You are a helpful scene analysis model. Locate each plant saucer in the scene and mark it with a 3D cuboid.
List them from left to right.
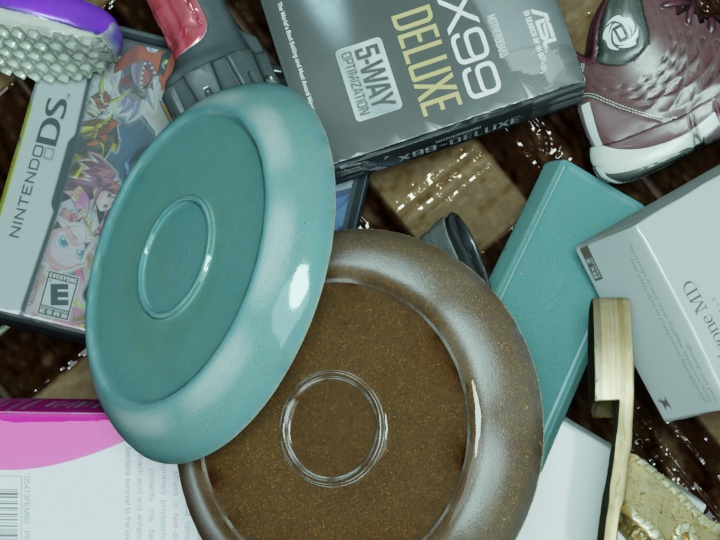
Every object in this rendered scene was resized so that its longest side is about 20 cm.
[{"bbox_3d":[-0.085,-0.004,0.959,0.027,0.200,0.201,21,92,-35],"label":"plant saucer"},{"bbox_3d":[-0.009,0.078,0.931,0.199,0.032,0.202,-3,82,23],"label":"plant saucer"},{"bbox_3d":[0.102,0.017,1.037,0.070,0.019,0.201,30,52,-1],"label":"plant saucer"}]

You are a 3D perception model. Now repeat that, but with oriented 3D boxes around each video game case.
[{"bbox_3d":[-0.100,-0.038,1.071,0.198,0.026,0.182,14,75,0],"label":"video game case"}]

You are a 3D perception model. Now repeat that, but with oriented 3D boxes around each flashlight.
[{"bbox_3d":[-0.115,-0.160,1.057,0.067,0.068,0.201,-30,79,26],"label":"flashlight"}]

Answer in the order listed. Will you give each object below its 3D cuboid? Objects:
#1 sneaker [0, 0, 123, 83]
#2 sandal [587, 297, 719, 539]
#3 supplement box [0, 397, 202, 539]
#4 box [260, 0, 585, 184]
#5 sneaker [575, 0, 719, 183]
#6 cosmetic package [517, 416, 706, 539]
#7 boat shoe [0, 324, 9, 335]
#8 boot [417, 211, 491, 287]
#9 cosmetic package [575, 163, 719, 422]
[{"bbox_3d":[-0.218,-0.174,1.060,0.199,0.070,0.100,15,74,13],"label":"sneaker"},{"bbox_3d":[0.153,0.119,0.968,0.069,0.078,0.214,-1,82,3],"label":"sandal"},{"bbox_3d":[-0.125,0.126,1.062,0.198,0.103,0.102,1,90,2],"label":"supplement box"},{"bbox_3d":[0.021,-0.165,1.062,0.157,0.050,0.201,-17,79,1],"label":"box"},{"bbox_3d":[0.204,-0.138,1.069,0.199,0.076,0.116,-26,88,2],"label":"sneaker"},{"bbox_3d":[0.080,0.110,1.058,0.199,0.108,0.085,29,89,-2],"label":"cosmetic package"},{"bbox_3d":[-0.261,0.021,1.077,0.198,0.066,0.075,-24,89,-1],"label":"boat shoe"},{"bbox_3d":[0.000,0.000,0.990,0.131,0.070,0.201,-28,74,19],"label":"boot"},{"bbox_3d":[0.230,-0.014,1.035,0.199,0.081,0.113,-31,92,-22],"label":"cosmetic package"}]
